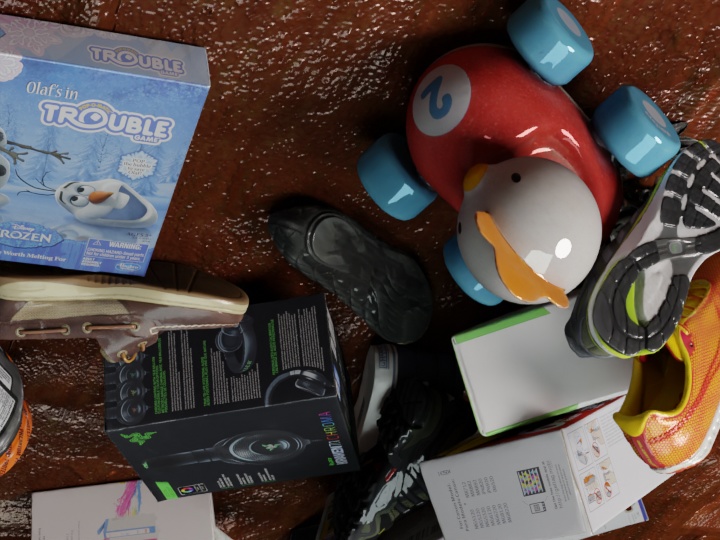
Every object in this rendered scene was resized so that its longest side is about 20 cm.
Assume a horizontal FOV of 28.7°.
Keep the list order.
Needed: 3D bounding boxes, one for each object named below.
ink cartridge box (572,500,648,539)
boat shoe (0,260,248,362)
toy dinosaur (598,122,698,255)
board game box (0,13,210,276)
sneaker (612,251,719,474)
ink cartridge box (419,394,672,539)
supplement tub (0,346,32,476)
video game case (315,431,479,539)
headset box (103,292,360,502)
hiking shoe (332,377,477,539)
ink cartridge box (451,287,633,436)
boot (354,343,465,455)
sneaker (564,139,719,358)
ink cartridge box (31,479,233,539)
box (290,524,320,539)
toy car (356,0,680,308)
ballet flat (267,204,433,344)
[{"bbox_3d":[0.200,0.257,1.494,0.198,0.040,0.100,-17,141,9],"label":"ink cartridge box"},{"bbox_3d":[-0.187,0.035,1.086,0.197,0.072,0.073,4,107,-12],"label":"boat shoe"},{"bbox_3d":[0.196,-0.042,1.095,0.198,0.103,0.135,-3,161,-40],"label":"toy dinosaur"},{"bbox_3d":[-0.224,-0.083,0.975,0.198,0.044,0.200,6,137,-20],"label":"board game box"},{"bbox_3d":[0.237,0.047,1.000,0.072,0.201,0.077,-11,130,41],"label":"sneaker"},{"bbox_3d":[0.141,0.162,1.145,0.174,0.085,0.199,-18,178,33],"label":"ink cartridge box"},{"bbox_3d":[-0.340,0.080,1.082,0.121,0.123,0.201,-16,141,7],"label":"supplement tub"},{"bbox_3d":[0.031,0.231,1.317,0.199,0.183,0.022,-34,109,26],"label":"video game case"},{"bbox_3d":[-0.110,0.110,1.170,0.197,0.094,0.175,-8,152,2],"label":"headset box"},{"bbox_3d":[0.045,0.187,1.238,0.100,0.076,0.201,14,125,-21],"label":"hiking shoe"},{"bbox_3d":[0.163,0.064,1.140,0.144,0.085,0.200,-19,177,10],"label":"ink cartridge box"},{"bbox_3d":[0.038,0.147,1.292,0.089,0.073,0.201,5,138,-10],"label":"boot"},{"bbox_3d":[0.203,-0.016,0.985,0.074,0.200,0.081,47,153,-8],"label":"sneaker"},{"bbox_3d":[-0.210,0.288,1.361,0.197,0.126,0.129,-6,141,-6],"label":"ink cartridge box"},{"bbox_3d":[0.054,0.332,1.438,0.197,0.125,0.199,26,149,-33],"label":"box"},{"bbox_3d":[0.100,-0.051,0.935,0.177,0.200,0.184,44,115,-12],"label":"toy car"},{"bbox_3d":[0.000,0.000,1.137,0.067,0.057,0.200,-58,137,-10],"label":"ballet flat"}]
